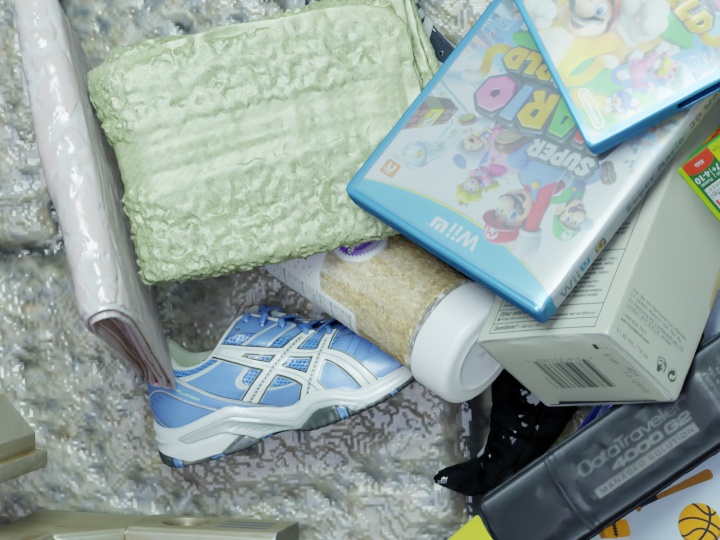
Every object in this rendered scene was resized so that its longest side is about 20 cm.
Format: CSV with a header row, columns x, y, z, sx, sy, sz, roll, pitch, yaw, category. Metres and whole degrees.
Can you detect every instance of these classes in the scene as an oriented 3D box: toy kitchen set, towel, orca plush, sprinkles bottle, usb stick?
x,y,z,sx,sy,sz,roll,pitch,yaw,category
-0.153,0.157,1.658,0.180,0.200,0.163,1,96,19,toy kitchen set
-0.155,-0.041,1.634,0.032,0.191,0.200,-16,73,0,towel
0.098,0.046,1.677,0.105,0.071,0.200,33,100,6,orca plush
0.000,0.000,1.659,0.200,0.068,0.068,34,101,30,sprinkles bottle
-0.045,-0.076,1.616,0.200,0.036,0.149,-15,89,-4,towel
0.154,0.100,1.575,0.200,0.033,0.055,-37,80,18,usb stick

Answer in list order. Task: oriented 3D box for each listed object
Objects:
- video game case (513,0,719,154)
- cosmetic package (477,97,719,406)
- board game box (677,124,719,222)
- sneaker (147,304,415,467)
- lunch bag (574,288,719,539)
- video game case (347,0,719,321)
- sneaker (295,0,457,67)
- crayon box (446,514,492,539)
x,y,z,sx,sy,sz,roll,pitch,yaw,category
0.183,-0.170,1.526,0.200,0.018,0.143,-28,69,8,video game case
0.155,-0.025,1.593,0.105,0.071,0.200,-4,53,47,cosmetic package
0.263,-0.106,1.555,0.048,0.200,0.102,49,134,-2,board game box
-0.040,0.056,1.701,0.200,0.076,0.077,-19,96,10,sneaker
0.214,0.114,1.637,0.170,0.124,0.200,37,93,5,lunch bag
0.106,-0.086,1.560,0.143,0.018,0.200,33,80,28,video game case
0.027,-0.149,1.676,0.129,0.079,0.199,15,81,-7,sneaker
0.098,0.243,1.648,0.127,0.051,0.200,-36,54,-26,crayon box
